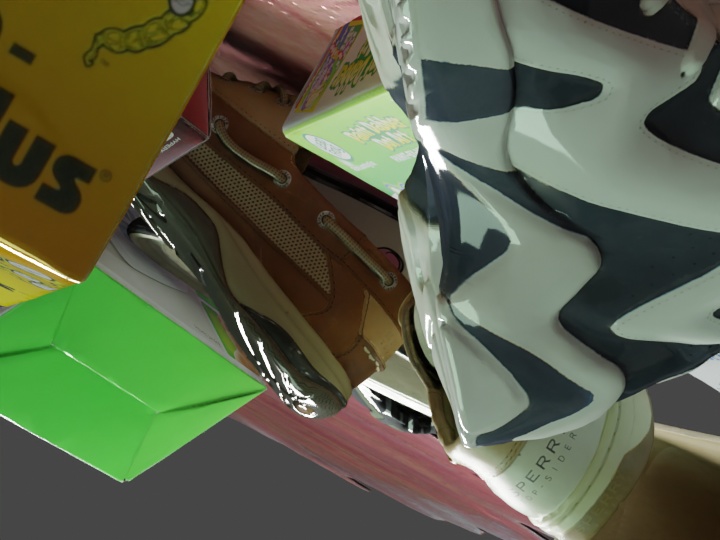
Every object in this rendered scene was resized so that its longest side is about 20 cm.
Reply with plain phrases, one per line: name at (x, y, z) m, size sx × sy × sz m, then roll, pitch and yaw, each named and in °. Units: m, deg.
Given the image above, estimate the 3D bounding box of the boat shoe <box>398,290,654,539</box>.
boat shoe at (0.051, 0.019, 0.808) m, size 0.066 × 0.074 × 0.200 m, roll 30°, pitch -165°, yaw -19°

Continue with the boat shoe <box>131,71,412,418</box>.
boat shoe at (-0.050, -0.038, 0.887) m, size 0.200 × 0.074 × 0.076 m, roll 53°, pitch 171°, yaw 6°

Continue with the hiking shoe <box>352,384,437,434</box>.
hiking shoe at (0.015, 0.049, 1.246) m, size 0.100 × 0.076 × 0.200 m, roll 18°, pitch 169°, yaw 34°

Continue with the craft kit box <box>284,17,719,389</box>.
craft kit box at (0.089, -0.018, 0.666) m, size 0.197 × 0.049 × 0.200 m, roll 27°, pitch 172°, yaw -12°

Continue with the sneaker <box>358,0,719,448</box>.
sneaker at (0.068, -0.054, 0.490) m, size 0.080 × 0.129 × 0.200 m, roll -111°, pitch 9°, yaw -57°

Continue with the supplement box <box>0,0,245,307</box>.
supplement box at (-0.101, -0.064, 0.565) m, size 0.109 × 0.110 × 0.200 m, roll 30°, pitch 171°, yaw -11°

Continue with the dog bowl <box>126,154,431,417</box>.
dog bowl at (0.000, 0.000, 1.007) m, size 0.199 × 0.074 × 0.200 m, roll 27°, pitch 173°, yaw 4°

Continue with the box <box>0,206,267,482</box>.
box at (-0.155, -0.015, 1.081) m, size 0.177 × 0.096 × 0.200 m, roll 62°, pitch -170°, yaw 28°

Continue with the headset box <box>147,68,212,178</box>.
headset box at (-0.158, -0.075, 0.785) m, size 0.148 × 0.075 × 0.200 m, roll -31°, pitch 134°, yaw 29°

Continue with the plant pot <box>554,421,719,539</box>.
plant pot at (0.211, 0.203, 1.190) m, size 0.176 × 0.201 × 0.200 m, roll 19°, pitch 175°, yaw -20°
